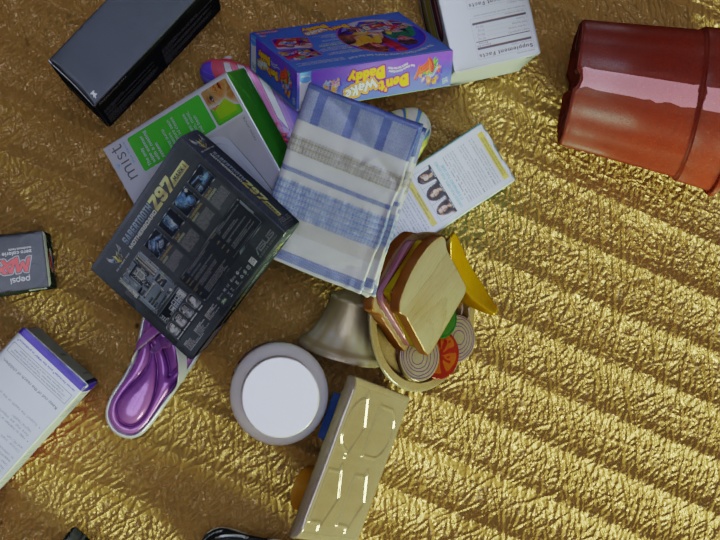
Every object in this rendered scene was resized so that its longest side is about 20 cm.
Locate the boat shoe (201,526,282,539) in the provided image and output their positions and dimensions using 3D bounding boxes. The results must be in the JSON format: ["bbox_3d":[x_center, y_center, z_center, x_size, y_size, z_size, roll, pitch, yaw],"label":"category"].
[{"bbox_3d":[-0.095,0.355,1.572,0.197,0.060,0.077,12,87,-5],"label":"boat shoe"}]

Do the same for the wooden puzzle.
[{"bbox_3d":[-0.019,0.216,1.527,0.046,0.200,0.188,19,86,23],"label":"wooden puzzle"}]

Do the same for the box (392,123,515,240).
[{"bbox_3d":[0.081,-0.088,1.610,0.198,0.049,0.083,-33,91,-6],"label":"box"}]

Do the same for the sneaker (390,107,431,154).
[{"bbox_3d":[0.016,-0.159,1.547,0.075,0.106,0.200,32,51,24],"label":"sneaker"}]

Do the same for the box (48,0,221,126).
[{"bbox_3d":[-0.255,-0.273,1.540,0.079,0.141,0.200,43,84,-3],"label":"box"}]

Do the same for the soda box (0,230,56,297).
[{"bbox_3d":[-0.458,0.000,1.550,0.197,0.063,0.072,-8,89,-6],"label":"soda box"}]

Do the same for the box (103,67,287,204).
[{"bbox_3d":[-0.166,-0.100,1.538,0.175,0.097,0.202,-28,95,12],"label":"box"}]

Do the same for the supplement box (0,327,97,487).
[{"bbox_3d":[-0.408,0.171,1.530,0.103,0.101,0.201,41,85,-2],"label":"supplement box"}]

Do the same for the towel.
[{"bbox_3d":[-0.021,-0.086,1.457,0.145,0.024,0.203,20,102,8],"label":"towel"}]

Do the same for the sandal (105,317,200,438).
[{"bbox_3d":[-0.235,0.105,1.574,0.081,0.050,0.205,23,86,-4],"label":"sandal"}]

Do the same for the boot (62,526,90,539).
[{"bbox_3d":[-0.307,0.424,1.553,0.200,0.066,0.165,41,87,-7],"label":"boot"}]

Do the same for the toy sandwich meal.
[{"bbox_3d":[0.084,0.044,1.549,0.203,0.070,0.209,-6,99,-45],"label":"toy sandwich meal"}]

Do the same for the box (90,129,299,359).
[{"bbox_3d":[-0.184,-0.027,1.471,0.157,0.051,0.201,40,113,4],"label":"box"}]

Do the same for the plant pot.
[{"bbox_3d":[0.339,-0.205,1.578,0.192,0.201,0.204,11,87,4],"label":"plant pot"}]

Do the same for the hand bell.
[{"bbox_3d":[0.000,0.000,1.555,0.103,0.104,0.203,14,97,-4],"label":"hand bell"}]

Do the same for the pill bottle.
[{"bbox_3d":[-0.093,0.137,1.510,0.110,0.200,0.114,0,88,-5],"label":"pill bottle"}]

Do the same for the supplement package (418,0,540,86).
[{"bbox_3d":[0.130,-0.334,1.591,0.108,0.114,0.203,-13,89,-7],"label":"supplement package"}]

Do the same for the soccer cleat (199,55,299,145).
[{"bbox_3d":[-0.106,-0.184,1.586,0.198,0.067,0.077,27,70,-9],"label":"soccer cleat"}]

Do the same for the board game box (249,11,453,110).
[{"bbox_3d":[-0.012,-0.243,1.536,0.197,0.135,0.045,-12,124,-24],"label":"board game box"}]
